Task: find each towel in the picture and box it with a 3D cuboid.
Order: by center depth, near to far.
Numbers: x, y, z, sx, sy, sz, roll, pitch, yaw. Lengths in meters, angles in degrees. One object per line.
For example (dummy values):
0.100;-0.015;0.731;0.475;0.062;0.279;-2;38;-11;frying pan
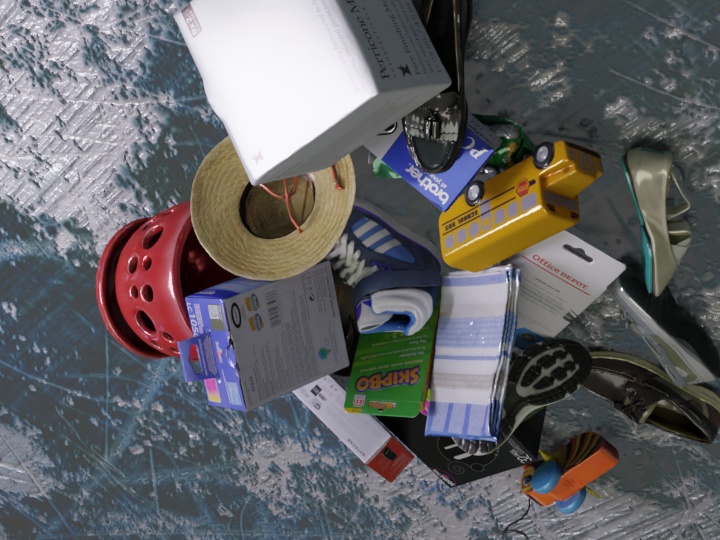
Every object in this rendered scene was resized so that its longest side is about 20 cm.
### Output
0.125;0.094;1.633;0.024;0.201;0.147;12;171;-30;towel

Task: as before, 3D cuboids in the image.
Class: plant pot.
-0.207;0.013;1.736;0.182;0.201;0.201;-4;134;45;plant pot

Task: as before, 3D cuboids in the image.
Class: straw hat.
-0.093;-0.076;1.659;0.200;0.202;0.085;11;171;9;straw hat

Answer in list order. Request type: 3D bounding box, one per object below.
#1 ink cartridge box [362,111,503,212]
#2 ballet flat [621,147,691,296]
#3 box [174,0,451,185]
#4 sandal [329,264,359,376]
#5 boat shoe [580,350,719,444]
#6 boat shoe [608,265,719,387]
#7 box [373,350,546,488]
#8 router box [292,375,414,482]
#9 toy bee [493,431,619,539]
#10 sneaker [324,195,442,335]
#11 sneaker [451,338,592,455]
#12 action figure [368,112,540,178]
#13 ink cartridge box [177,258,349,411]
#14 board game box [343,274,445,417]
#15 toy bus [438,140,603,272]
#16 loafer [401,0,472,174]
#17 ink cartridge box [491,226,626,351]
0.046;-0.164;1.522;0.200;0.044;0.094;39;117;2;ink cartridge box
0.336;-0.053;1.574;0.069;0.070;0.200;-2;133;21;ballet flat
-0.050;-0.222;1.427;0.200;0.130;0.200;-30;82;39;box
-0.032;0.075;1.837;0.081;0.055;0.200;14;140;6;sandal
0.359;0.159;1.774;0.199;0.065;0.073;18;139;4;boat shoe
0.353;0.072;1.685;0.065;0.075;0.202;-28;127;33;boat shoe
0.122;0.158;1.817;0.148;0.125;0.200;-25;123;36;box
-0.028;0.178;1.820;0.200;0.049;0.180;42;176;20;router box
0.254;0.276;1.921;0.199;0.109;0.131;-25;116;8;toy bee
0.000;0.000;1.684;0.199;0.147;0.081;26;137;-7;sneaker
0.188;0.152;1.704;0.077;0.200;0.089;55;170;11;sneaker
0.109;-0.139;1.577;0.199;0.055;0.118;5;132;9;action figure
-0.117;0.075;1.636;0.076;0.200;0.137;2;107;45;ink cartridge box
0.044;0.091;1.721;0.095;0.201;0.030;2;144;18;board game box
0.175;-0.070;1.557;0.065;0.079;0.200;16;150;-37;toy bus
0.075;-0.197;1.447;0.071;0.063;0.201;6;99;9;loafer
0.215;0.002;1.666;0.116;0.068;0.200;29;137;-12;ink cartridge box
